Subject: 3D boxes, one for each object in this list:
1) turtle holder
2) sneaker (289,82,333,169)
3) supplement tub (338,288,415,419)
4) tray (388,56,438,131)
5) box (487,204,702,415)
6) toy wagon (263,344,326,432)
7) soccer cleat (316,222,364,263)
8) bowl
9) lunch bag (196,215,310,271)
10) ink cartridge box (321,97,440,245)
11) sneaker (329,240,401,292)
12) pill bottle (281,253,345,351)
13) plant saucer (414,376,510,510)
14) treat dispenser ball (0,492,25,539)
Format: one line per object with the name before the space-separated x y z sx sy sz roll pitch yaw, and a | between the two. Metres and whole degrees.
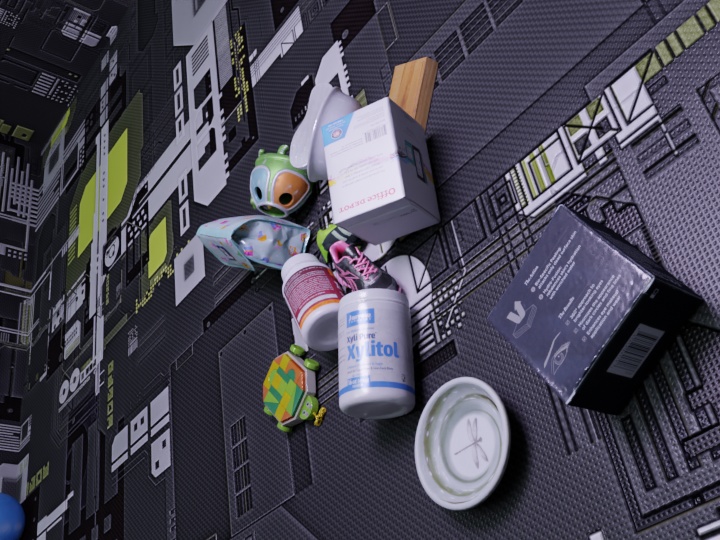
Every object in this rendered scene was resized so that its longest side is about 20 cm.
turtle holder | -0.192 -0.191 1.889 0.185 0.141 0.132 6 71 31
sneaker | -0.086 -0.289 1.832 0.073 0.116 0.201 14 74 20
supplement tub | 0.026 0.147 1.472 0.132 0.132 0.201 -29 54 44
tray | 0.090 -0.311 1.666 0.099 0.037 0.201 0 76 54
box | 0.307 0.052 1.142 0.197 0.117 0.200 -60 38 18
toy wagon | -0.133 0.248 1.723 0.200 0.039 0.156 35 104 54
soccer cleat | -0.008 -0.079 1.685 0.200 0.067 0.081 -30 74 40
bowl | -0.033 -0.267 1.732 0.201 0.090 0.202 16 -90 -80
lunch bag | -0.239 -0.063 1.855 0.170 0.200 0.122 11 93 54
ink cartridge box | 0.036 -0.173 1.533 0.146 0.146 0.201 -19 66 26
sneaker | 0.000 0.000 1.588 0.079 0.096 0.200 -35 33 -17
pill bottle | -0.089 0.056 1.682 0.113 0.113 0.200 -56 39 22
plant saucer | 0.165 0.266 1.300 0.200 0.050 0.201 -27 54 45
treat dispenser ball | -1.210 0.834 2.792 0.201 0.200 0.201 -26 55 46
